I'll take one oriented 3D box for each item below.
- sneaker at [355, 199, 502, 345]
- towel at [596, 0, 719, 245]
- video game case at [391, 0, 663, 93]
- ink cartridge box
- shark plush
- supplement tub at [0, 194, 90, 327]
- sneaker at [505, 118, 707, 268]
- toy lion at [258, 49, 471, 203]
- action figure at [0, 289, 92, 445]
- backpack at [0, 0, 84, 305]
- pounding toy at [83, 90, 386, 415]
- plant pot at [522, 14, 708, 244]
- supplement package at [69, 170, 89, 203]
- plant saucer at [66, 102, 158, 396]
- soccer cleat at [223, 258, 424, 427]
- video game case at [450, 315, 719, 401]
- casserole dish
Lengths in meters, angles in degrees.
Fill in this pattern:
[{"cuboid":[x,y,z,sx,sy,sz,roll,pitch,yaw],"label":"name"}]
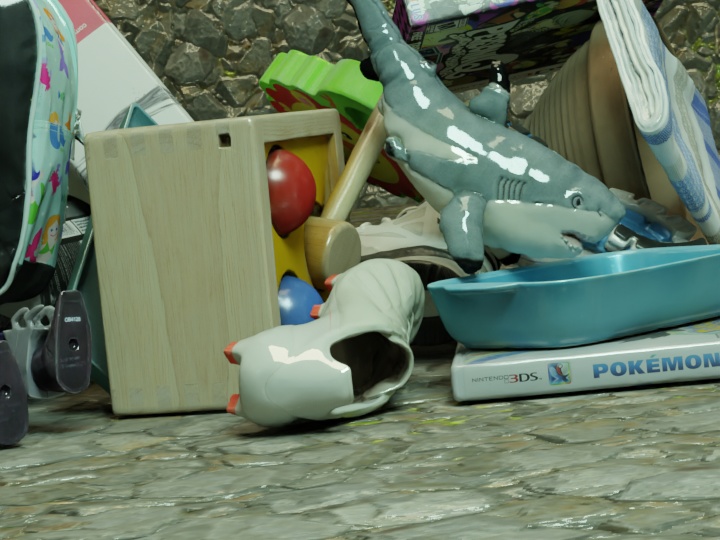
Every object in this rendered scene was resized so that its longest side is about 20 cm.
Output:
[{"cuboid":[0.000,0.000,1.494,0.200,0.076,0.115,2,25,27],"label":"sneaker"},{"cuboid":[0.192,-0.092,1.430,0.024,0.147,0.200,-22,-37,15],"label":"towel"},{"cuboid":[0.108,-0.166,1.560,0.181,0.036,0.200,-13,-10,-6],"label":"video game case"},{"cuboid":[-0.147,-0.076,1.562,0.083,0.200,0.147,-38,-20,-4],"label":"ink cartridge box"},{"cuboid":[0.062,-0.083,1.337,0.083,0.200,0.091,-41,-22,18],"label":"shark plush"},{"cuboid":[-0.221,0.012,1.505,0.122,0.123,0.200,-5,4,14],"label":"supplement tub"},{"cuboid":[0.105,-0.024,1.426,0.200,0.087,0.075,33,35,12],"label":"sneaker"},{"cuboid":[0.014,-0.094,1.616,0.191,0.069,0.200,34,-10,10],"label":"toy lion"},{"cuboid":[-0.229,0.057,1.301,0.130,0.070,0.200,-19,8,-41],"label":"action figure"},{"cuboid":[-0.245,-0.085,1.325,0.177,0.201,0.151,5,5,9],"label":"backpack"},{"cuboid":[-0.050,-0.026,1.356,0.142,0.185,0.200,-4,4,18],"label":"pounding toy"},{"cuboid":[0.163,-0.064,1.534,0.092,0.202,0.201,-12,2,21],"label":"plant pot"},{"cuboid":[-0.124,-0.020,1.690,0.199,0.120,0.121,-5,-10,9],"label":"supplement package"},{"cuboid":[-0.137,-0.011,1.389,0.019,0.070,0.200,-26,34,30],"label":"plant saucer"},{"cuboid":[0.001,0.042,1.235,0.077,0.070,0.200,2,14,24],"label":"soccer cleat"},{"cuboid":[0.143,0.042,1.294,0.182,0.022,0.200,-6,4,4],"label":"video game case"},{"cuboid":[0.128,0.014,1.285,0.200,0.039,0.121,-10,6,-43],"label":"casserole dish"}]
